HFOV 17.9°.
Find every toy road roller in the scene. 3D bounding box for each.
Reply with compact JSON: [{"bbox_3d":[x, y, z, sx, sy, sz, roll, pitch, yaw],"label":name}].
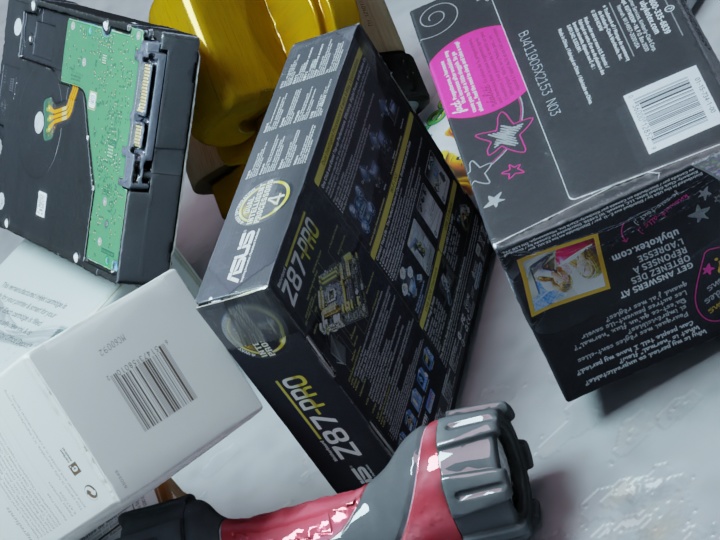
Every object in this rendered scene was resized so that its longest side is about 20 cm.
[{"bbox_3d":[-0.071,-0.115,1.332,0.145,0.124,0.200,-11,-15,-44],"label":"toy road roller"}]

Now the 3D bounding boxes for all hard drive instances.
[{"bbox_3d":[-0.156,-0.078,1.300,0.200,0.038,0.141,21,105,58],"label":"hard drive"}]

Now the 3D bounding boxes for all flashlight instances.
[{"bbox_3d":[-0.019,0.115,1.071,0.199,0.068,0.068,-14,39,16],"label":"flashlight"}]

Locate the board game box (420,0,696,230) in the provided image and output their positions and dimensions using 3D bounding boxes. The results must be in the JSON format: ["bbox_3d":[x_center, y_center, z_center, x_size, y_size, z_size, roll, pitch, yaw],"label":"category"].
[{"bbox_3d":[0.101,-0.103,1.303,0.126,0.035,0.200,-1,47,47],"label":"board game box"}]

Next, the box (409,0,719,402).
[{"bbox_3d":[0.120,-0.059,1.115,0.131,0.115,0.201,-23,41,6],"label":"box"}]

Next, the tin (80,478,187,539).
[{"bbox_3d":[-0.127,0.169,1.180,0.112,0.042,0.200,-33,30,1],"label":"tin"}]

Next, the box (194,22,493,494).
[{"bbox_3d":[0.000,0.000,1.146,0.049,0.162,0.201,-14,39,27],"label":"box"}]

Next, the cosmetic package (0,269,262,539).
[{"bbox_3d":[-0.152,0.091,1.106,0.200,0.085,0.107,-34,-1,45],"label":"cosmetic package"}]

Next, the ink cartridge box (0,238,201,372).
[{"bbox_3d":[-0.189,0.066,1.335,0.200,0.083,0.146,-49,31,-17],"label":"ink cartridge box"}]
